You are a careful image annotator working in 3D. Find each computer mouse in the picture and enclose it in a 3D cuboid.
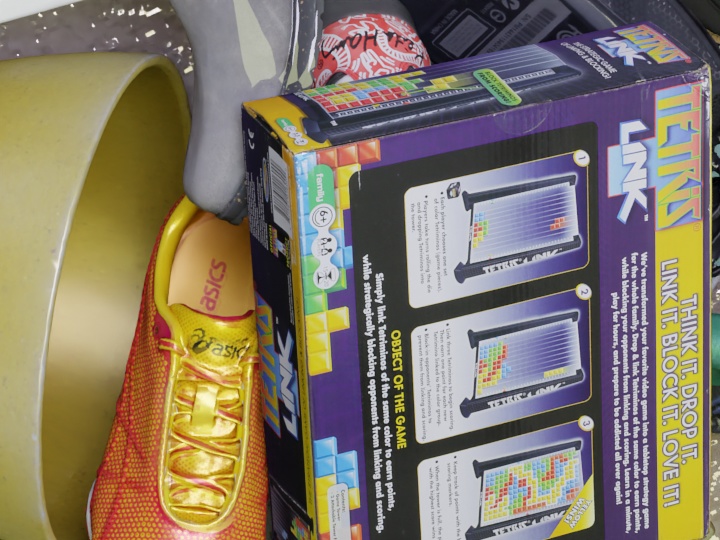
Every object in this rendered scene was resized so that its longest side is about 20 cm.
[{"bbox_3d":[0.096,-0.085,1.196,0.200,0.053,0.138,38,143,-14],"label":"computer mouse"}]

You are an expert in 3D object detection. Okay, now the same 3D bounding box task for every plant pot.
[{"bbox_3d":[-0.160,0.004,1.163,0.142,0.200,0.201,9,111,10],"label":"plant pot"}]

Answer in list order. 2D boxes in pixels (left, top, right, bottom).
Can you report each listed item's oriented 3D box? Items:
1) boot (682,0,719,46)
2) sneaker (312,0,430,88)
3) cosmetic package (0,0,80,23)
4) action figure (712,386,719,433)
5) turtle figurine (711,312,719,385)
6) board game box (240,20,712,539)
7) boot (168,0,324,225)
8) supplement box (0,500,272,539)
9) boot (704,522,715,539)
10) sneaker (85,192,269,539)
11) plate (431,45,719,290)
[{"bbox_3d":[0.213,-0.100,1.193,0.200,0.138,0.078,10,94,-24],"label":"boot"},{"bbox_3d":[-0.001,0.000,1.181,0.067,0.108,0.202,-1,124,-8],"label":"sneaker"},{"bbox_3d":[-0.134,-0.149,1.134,0.199,0.113,0.081,-14,114,-4],"label":"cosmetic package"},{"bbox_3d":[0.237,0.022,1.302,0.200,0.105,0.194,-27,109,29],"label":"action figure"},{"bbox_3d":[0.179,0.055,1.224,0.199,0.150,0.101,17,65,7],"label":"turtle figurine"},{"bbox_3d":[0.046,0.021,1.097,0.165,0.057,0.201,-13,118,-20],"label":"board game box"},{"bbox_3d":[-0.077,-0.122,1.067,0.131,0.070,0.201,8,103,-15],"label":"boot"},{"bbox_3d":[-0.080,0.180,1.226,0.199,0.200,0.135,7,108,-12],"label":"supplement box"},{"bbox_3d":[0.068,0.140,1.250,0.155,0.072,0.200,-57,149,-3],"label":"boot"},{"bbox_3d":[-0.066,0.056,1.127,0.073,0.077,0.201,4,69,-5],"label":"sneaker"},{"bbox_3d":[0.070,-0.041,1.263,0.200,0.026,0.201,-3,112,-9],"label":"plate"}]
